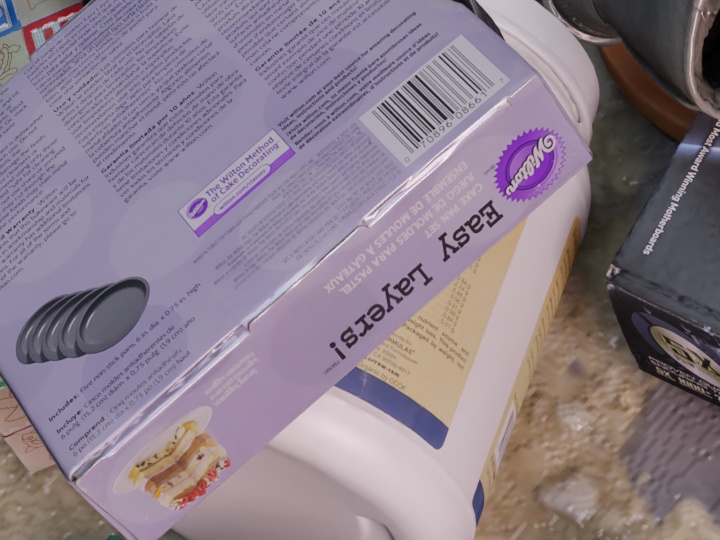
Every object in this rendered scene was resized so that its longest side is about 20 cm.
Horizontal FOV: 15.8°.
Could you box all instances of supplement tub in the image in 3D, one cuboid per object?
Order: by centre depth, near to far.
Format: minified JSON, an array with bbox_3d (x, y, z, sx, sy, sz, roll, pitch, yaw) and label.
[{"bbox_3d":[0.000,0.000,0.938,0.144,0.145,0.201,9,60,24],"label":"supplement tub"}]

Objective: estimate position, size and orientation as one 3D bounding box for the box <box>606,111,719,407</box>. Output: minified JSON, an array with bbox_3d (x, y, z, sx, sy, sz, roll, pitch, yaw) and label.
[{"bbox_3d":[0.205,-0.030,0.900,0.163,0.086,0.200,26,75,24],"label":"box"}]

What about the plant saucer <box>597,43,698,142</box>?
[{"bbox_3d":[0.184,-0.131,1.023,0.199,0.032,0.201,-7,61,12],"label":"plant saucer"}]

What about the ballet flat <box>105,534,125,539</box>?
[{"bbox_3d":[-0.046,0.138,0.878,0.072,0.072,0.200,-54,28,-19],"label":"ballet flat"}]

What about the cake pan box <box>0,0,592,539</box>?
[{"bbox_3d":[-0.045,-0.035,0.856,0.200,0.052,0.184,-42,45,-2],"label":"cake pan box"}]

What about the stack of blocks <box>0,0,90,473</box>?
[{"bbox_3d":[-0.138,-0.020,1.053,0.115,0.059,0.201,-23,53,3],"label":"stack of blocks"}]

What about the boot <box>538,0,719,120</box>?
[{"bbox_3d":[0.130,-0.143,0.895,0.072,0.200,0.183,21,93,-8],"label":"boot"}]
